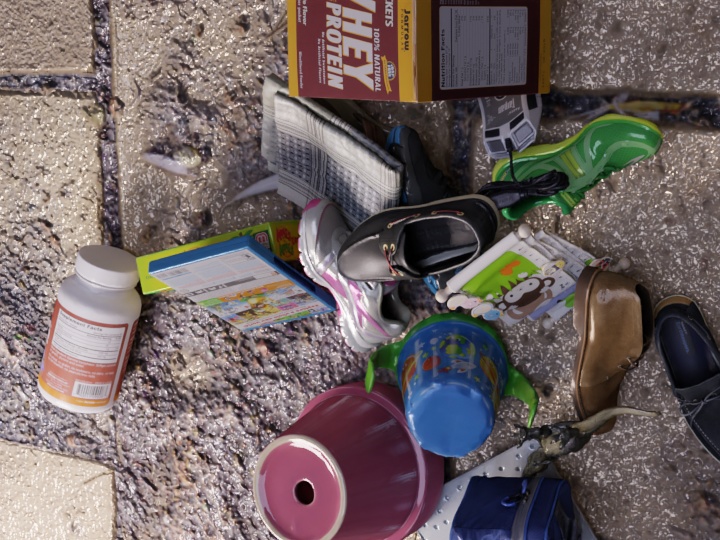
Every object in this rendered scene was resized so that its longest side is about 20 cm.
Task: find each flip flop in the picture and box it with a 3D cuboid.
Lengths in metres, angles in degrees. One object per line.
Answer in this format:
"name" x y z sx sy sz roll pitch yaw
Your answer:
"flip flop" -0.002 -0.152 1.333 0.200 0.058 0.081 43 114 4

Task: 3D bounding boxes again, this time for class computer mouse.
"computer mouse" 0.168 -0.156 1.231 0.109 0.044 0.203 -23 56 39

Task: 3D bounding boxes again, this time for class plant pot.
"plant pot" -0.026 0.239 1.343 0.197 0.178 0.204 2 93 30

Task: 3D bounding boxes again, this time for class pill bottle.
"pill bottle" -0.352 0.075 1.510 0.111 0.112 0.203 24 109 18

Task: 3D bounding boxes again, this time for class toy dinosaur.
"toy dinosaur" 0.221 0.179 1.235 0.200 0.087 0.048 -37 56 47

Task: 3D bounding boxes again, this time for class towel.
"towel" -0.038 -0.113 1.312 0.199 0.035 0.193 36 156 15

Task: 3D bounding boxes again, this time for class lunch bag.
"lunch bag" 0.183 0.320 1.263 0.130 0.136 0.203 -1 115 22

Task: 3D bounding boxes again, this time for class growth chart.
"growth chart" 0.183 0.012 1.229 0.145 0.198 0.018 -46 49 28

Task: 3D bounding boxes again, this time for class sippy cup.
"sippy cup" 0.102 0.136 1.285 0.175 0.131 0.141 -21 110 13

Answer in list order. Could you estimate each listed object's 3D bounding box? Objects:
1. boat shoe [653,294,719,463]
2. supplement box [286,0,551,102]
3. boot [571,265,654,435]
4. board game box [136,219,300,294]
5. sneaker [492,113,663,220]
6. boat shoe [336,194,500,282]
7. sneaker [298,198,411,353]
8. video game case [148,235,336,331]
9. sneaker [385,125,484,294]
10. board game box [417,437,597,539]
"boat shoe" 0.367 0.124 1.222 0.074 0.062 0.203 -24 91 24
"supplement box" 0.059 -0.247 1.177 0.196 0.198 0.135 11 107 47
"boot" 0.273 0.096 1.232 0.074 0.074 0.203 11 121 30
"board game box" -0.165 -0.017 1.411 0.197 0.101 0.048 -13 88 26
"sneaker" 0.233 -0.102 1.220 0.198 0.074 0.085 -20 56 34
"boat shoe" 0.051 -0.028 1.220 0.199 0.063 0.075 -16 108 32
"sneaker" 0.000 0.000 1.331 0.087 0.082 0.202 -12 119 35
"video game case" -0.137 0.019 1.366 0.141 0.200 0.018 -14 61 25
"sneaker" 0.086 -0.074 1.294 0.081 0.073 0.203 -24 107 -11
"board game box" 0.182 0.324 1.365 0.199 0.026 0.202 -33 86 26
